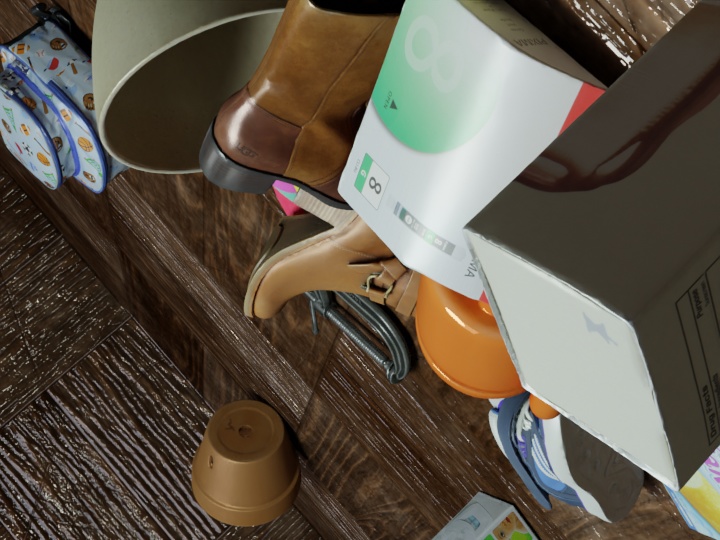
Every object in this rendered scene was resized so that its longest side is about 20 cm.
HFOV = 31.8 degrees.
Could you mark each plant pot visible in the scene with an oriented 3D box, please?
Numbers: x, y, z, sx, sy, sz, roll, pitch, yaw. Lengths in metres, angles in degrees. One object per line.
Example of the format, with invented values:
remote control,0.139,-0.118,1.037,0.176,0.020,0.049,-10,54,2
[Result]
plant pot,-0.200,0.324,2.212,0.200,0.199,0.141,40,145,29

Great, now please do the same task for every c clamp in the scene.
c clamp,-0.005,0.057,1.389,0.199,0.027,0.172,39,155,39

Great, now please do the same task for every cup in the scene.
cup,-0.106,-0.181,0.888,0.201,0.197,0.145,98,152,-69

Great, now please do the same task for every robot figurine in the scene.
robot figurine,0.096,0.021,0.874,0.142,0.118,0.201,22,158,8

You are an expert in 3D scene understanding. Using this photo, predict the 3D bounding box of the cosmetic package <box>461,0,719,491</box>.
cosmetic package,0.145,-0.032,0.485,0.087,0.200,0.104,31,156,42

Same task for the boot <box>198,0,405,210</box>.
boot,0.005,-0.125,0.849,0.200,0.186,0.069,-47,43,48

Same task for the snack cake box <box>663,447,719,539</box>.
snack cake box,0.218,0.083,0.778,0.201,0.067,0.115,56,163,-20

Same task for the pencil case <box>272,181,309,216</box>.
pencil case,-0.040,-0.089,1.054,0.088,0.088,0.201,32,156,45

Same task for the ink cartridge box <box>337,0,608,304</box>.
ink cartridge box,0.079,-0.052,0.723,0.200,0.050,0.162,49,133,32

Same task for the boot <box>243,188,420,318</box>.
boot,0.000,0.000,1.022,0.154,0.077,0.201,29,127,-6

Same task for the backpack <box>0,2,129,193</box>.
backpack,-0.359,-0.193,1.566,0.189,0.154,0.201,32,156,19

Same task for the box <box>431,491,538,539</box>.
box,0.148,0.392,1.441,0.201,0.176,0.096,54,163,-12

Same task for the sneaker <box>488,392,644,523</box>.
sneaker,0.143,0.115,1.019,0.146,0.081,0.201,29,159,41
